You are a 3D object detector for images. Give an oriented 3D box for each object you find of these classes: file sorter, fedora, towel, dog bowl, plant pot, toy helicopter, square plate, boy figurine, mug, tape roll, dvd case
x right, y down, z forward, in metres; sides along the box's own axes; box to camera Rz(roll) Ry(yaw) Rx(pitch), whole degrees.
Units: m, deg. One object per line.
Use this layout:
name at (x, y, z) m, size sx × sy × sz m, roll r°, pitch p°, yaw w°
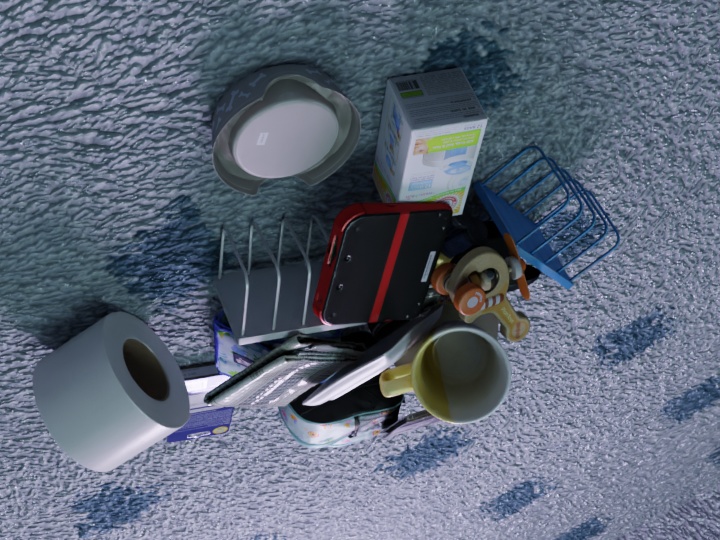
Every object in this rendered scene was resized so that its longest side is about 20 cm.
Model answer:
file sorter at (0.296, -0.086, 1.775) m, size 0.123 × 0.139 × 0.200 m, roll -40°, pitch 143°, yaw 18°
fedora at (0.187, -0.026, 1.787) m, size 0.200 × 0.201 × 0.092 m, roll -11°, pitch 103°, yaw -17°
towel at (-0.108, 0.162, 1.733) m, size 0.200 × 0.035 × 0.192 m, roll -35°, pitch 155°, yaw 25°
dog bowl at (-0.102, -0.184, 1.474) m, size 0.199 × 0.059 × 0.200 m, roll -15°, pitch 145°, yaw -11°
plant pot at (0.119, 0.111, 1.920) m, size 0.134 × 0.201 × 0.200 m, roll 25°, pitch 127°, yaw -24°
toy helicopter at (0.203, 0.034, 1.671) m, size 0.132 × 0.079 × 0.200 m, roll -44°, pitch 132°, yaw -3°
square plate at (0.026, 0.137, 1.782) m, size 0.200 × 0.028 × 0.198 m, roll -34°, pitch 180°, yaw 37°
boy figurine at (0.092, -0.032, 1.714) m, size 0.200 × 0.064 × 0.124 m, roll -32°, pitch 105°, yaw 34°
mug at (0.135, 0.139, 1.763) m, size 0.186 × 0.153 × 0.150 m, roll 16°, pitch 100°, yaw -1°
tape roll at (-0.371, 0.181, 1.701) m, size 0.139 × 0.203 × 0.203 m, roll -31°, pitch 146°, yaw 14°
file sorter at (-0.099, 0.003, 1.658) m, size 0.199 × 0.139 × 0.125 m, roll -9°, pitch 133°, yaw -20°
dvd case at (0.122, 0.241, 1.882) m, size 0.148 × 0.016 × 0.200 m, roll -15°, pitch 168°, yaw -15°

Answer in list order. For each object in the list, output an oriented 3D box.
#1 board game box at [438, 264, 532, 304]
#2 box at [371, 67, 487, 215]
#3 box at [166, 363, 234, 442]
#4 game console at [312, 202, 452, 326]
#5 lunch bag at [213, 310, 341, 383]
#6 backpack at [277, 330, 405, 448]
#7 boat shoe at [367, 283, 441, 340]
board game box at (0.202, 0.020, 1.851) m, size 0.095 × 0.030 × 0.200 m, roll 4°, pitch -162°, yaw 34°
box at (0.091, -0.167, 1.570) m, size 0.112 × 0.102 × 0.200 m, roll -11°, pitch 145°, yaw -16°
box at (-0.277, 0.229, 1.975) m, size 0.121 × 0.032 × 0.200 m, roll -7°, pitch 142°, yaw -21°
game console at (0.029, -0.009, 1.605) m, size 0.176 × 0.031 × 0.201 m, roll -5°, pitch 128°, yaw -29°
lunch bag at (-0.135, 0.112, 1.820) m, size 0.199 × 0.128 × 0.170 m, roll -3°, pitch 149°, yaw -7°
backpack at (-0.047, 0.214, 1.955) m, size 0.199 × 0.176 × 0.154 m, roll -11°, pitch 146°, yaw -25°
boat shoe at (0.071, 0.064, 1.764) m, size 0.067 × 0.057 × 0.200 m, roll -6°, pitch 170°, yaw -30°
